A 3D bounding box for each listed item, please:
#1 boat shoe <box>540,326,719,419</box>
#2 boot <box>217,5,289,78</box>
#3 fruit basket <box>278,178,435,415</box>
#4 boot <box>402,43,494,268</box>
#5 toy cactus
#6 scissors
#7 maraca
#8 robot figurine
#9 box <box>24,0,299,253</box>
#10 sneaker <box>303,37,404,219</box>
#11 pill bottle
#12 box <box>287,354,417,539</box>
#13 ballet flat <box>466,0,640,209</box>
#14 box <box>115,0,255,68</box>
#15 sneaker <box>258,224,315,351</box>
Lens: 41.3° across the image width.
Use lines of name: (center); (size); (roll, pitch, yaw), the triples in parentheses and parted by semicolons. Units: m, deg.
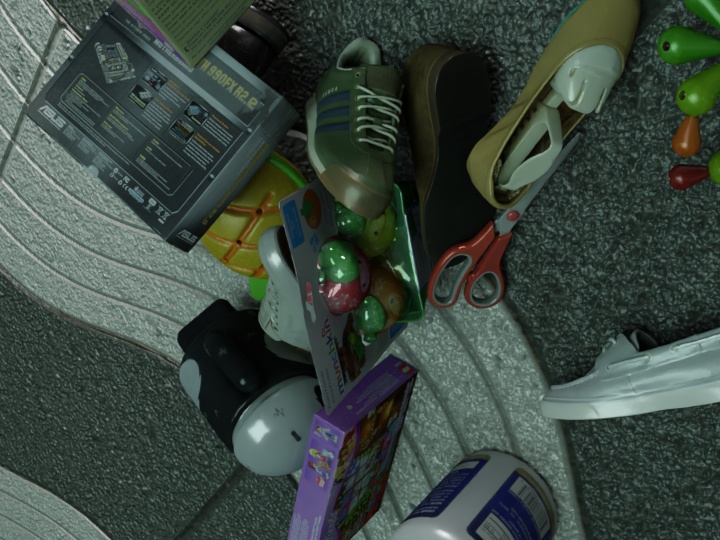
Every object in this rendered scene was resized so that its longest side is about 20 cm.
boat shoe: (0.235, 0.083, 0.794); (0.200, 0.072, 0.069); (-19, 76, 46)
boot: (-0.177, -0.184, 0.907); (0.199, 0.069, 0.175); (26, 81, 23)
fruit basket: (0.000, 0.000, 0.839); (0.093, 0.200, 0.186); (-6, 106, 21)
boot: (0.073, -0.101, 0.841); (0.075, 0.073, 0.201); (40, 139, 53)
toy cactus: (0.287, -0.149, 0.650); (0.164, 0.102, 0.201); (3, 110, 14)
scissors: (0.119, -0.041, 0.828); (0.073, 0.014, 0.201); (13, 125, -13)
maraca: (-0.094, -0.040, 0.953); (0.137, 0.107, 0.201); (-13, 123, 29)
robot figurine: (-0.109, 0.121, 1.006); (0.200, 0.150, 0.125); (46, 122, 31)
box: (-0.178, -0.139, 0.845); (0.200, 0.048, 0.159); (39, 89, 19)
sneaker: (0.001, -0.132, 0.807); (0.067, 0.201, 0.090); (23, 117, -25)
pill bottle: (0.092, 0.266, 0.886); (0.119, 0.200, 0.120); (15, 118, 30)
box: (-0.011, 0.200, 0.973); (0.039, 0.137, 0.201); (27, 124, 24)
ballet flat: (0.157, -0.126, 0.745); (0.200, 0.068, 0.063); (-55, 33, 36)
box: (-0.193, -0.284, 0.752); (0.176, 0.200, 0.097); (42, 87, 18)
sneaker: (-0.069, 0.031, 0.909); (0.084, 0.073, 0.200); (-16, 146, 10)
